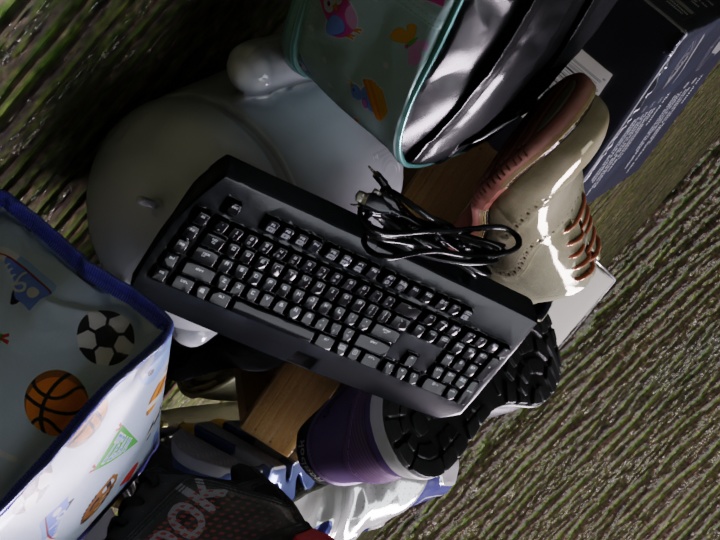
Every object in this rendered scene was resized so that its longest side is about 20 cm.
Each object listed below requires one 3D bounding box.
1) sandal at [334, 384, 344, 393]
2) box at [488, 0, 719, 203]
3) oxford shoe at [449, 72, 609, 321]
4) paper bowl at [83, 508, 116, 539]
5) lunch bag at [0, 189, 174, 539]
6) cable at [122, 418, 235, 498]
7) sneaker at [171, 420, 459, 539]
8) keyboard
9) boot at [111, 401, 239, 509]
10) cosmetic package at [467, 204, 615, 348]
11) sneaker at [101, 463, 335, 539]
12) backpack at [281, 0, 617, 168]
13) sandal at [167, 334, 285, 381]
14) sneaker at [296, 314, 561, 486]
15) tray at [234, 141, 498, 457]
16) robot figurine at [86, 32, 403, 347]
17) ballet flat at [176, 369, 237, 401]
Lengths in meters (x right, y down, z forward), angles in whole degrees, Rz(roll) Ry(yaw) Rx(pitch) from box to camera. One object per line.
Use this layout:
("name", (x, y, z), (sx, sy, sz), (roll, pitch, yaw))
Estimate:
("sandal", (0.010, 0.034, 0.966), (0.212, 0.069, 0.078), (-117, -136, -62))
("box", (0.201, -0.165, 1.235), (0.200, 0.117, 0.197), (-28, 156, -54))
("oxford shoe", (0.095, -0.031, 0.753), (0.071, 0.074, 0.200), (-51, 174, -18))
("paper bowl", (-0.198, 0.178, 0.812), (0.198, 0.106, 0.201), (-8, -172, 1))
("lunch bag", (-0.185, 0.091, 0.662), (0.201, 0.123, 0.170), (-52, 170, -24))
("cable", (-0.134, 0.105, 0.895), (0.199, 0.050, 0.097), (31, 109, -33))
("sneaker", (-0.040, 0.147, 0.898), (0.198, 0.080, 0.116), (0, 110, -45))
("keyboard", (0.003, 0.010, 0.687), (0.199, 0.040, 0.105), (23, 110, -35))
("boot", (-0.083, 0.122, 1.005), (0.154, 0.198, 0.073), (5, 84, -63))
("cosmetic package", (0.063, -0.021, 0.998), (0.105, 0.200, 0.071), (-49, 134, 8))
("sneaker", (-0.104, 0.149, 0.724), (0.199, 0.098, 0.071), (-18, 152, -38))
("backpack", (0.045, -0.154, 0.666), (0.175, 0.153, 0.201), (-34, 150, -48))
("sandal", (-0.077, 0.022, 0.863), (0.075, 0.045, 0.200), (-49, -164, -20))
("sneaker", (0.036, 0.060, 0.847), (0.087, 0.076, 0.199), (-19, -177, 37))
("tray", (0.000, 0.000, 0.859), (0.201, 0.037, 0.099), (-54, -166, 9))
("robot figurine", (-0.055, -0.042, 0.751), (0.200, 0.112, 0.171), (-34, 145, -49))
("ballet flat", (-0.074, 0.042, 0.993), (0.069, 0.070, 0.200), (-40, 178, -32))
